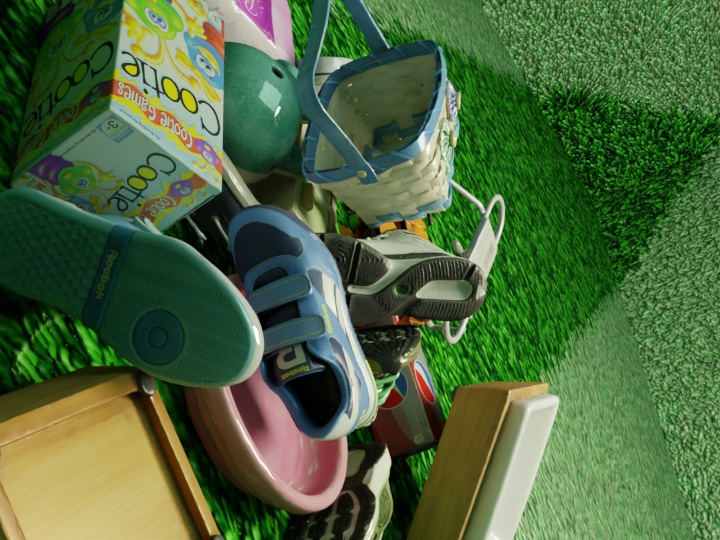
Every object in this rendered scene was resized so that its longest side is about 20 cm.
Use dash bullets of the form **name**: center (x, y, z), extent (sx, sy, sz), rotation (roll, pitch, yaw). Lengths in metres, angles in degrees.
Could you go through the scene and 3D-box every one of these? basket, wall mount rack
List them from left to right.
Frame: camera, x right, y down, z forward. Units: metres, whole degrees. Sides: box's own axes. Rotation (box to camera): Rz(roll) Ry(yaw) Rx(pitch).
- **basket**: center (0.010, -0.152, 0.968), extent (0.200, 0.139, 0.176), rotation (46, 40, -40)
- **wall mount rack**: center (0.097, -0.025, 1.216), extent (0.200, 0.075, 0.174), rotation (-65, 149, -30)

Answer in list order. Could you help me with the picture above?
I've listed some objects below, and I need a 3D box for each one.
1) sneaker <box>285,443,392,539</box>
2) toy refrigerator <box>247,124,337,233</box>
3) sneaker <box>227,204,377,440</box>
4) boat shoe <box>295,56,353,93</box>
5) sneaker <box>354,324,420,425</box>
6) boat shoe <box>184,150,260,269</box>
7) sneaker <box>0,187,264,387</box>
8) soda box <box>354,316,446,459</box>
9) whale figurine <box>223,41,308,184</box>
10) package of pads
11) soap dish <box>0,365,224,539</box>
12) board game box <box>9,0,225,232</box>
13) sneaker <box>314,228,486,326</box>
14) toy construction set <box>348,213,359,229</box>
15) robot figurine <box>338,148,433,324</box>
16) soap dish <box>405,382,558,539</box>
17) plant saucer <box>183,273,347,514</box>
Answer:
- **sneaker**: center (-0.002, 0.225, 0.909), extent (0.200, 0.077, 0.089), rotation (-57, 130, -65)
- **toy refrigerator**: center (-0.066, -0.084, 1.090), extent (0.076, 0.070, 0.200), rotation (54, 23, -32)
- **sneaker**: center (-0.049, 0.042, 0.834), extent (0.200, 0.074, 0.082), rotation (64, 21, -4)
- **boat shoe**: center (-0.045, -0.182, 1.206), extent (0.202, 0.075, 0.086), rotation (165, -77, -81)
- **sneaker**: center (0.011, 0.096, 0.972), extent (0.200, 0.077, 0.089), rotation (160, -77, -78)
- **boat shoe**: center (-0.120, -0.055, 0.914), extent (0.200, 0.062, 0.075), rotation (57, 7, -43)
- **sneaker**: center (-0.129, 0.010, 0.682), extent (0.200, 0.080, 0.131), rotation (29, 3, 17)
- **soda box**: center (0.030, 0.097, 1.143), extent (0.070, 0.063, 0.200), rotation (21, 48, -67)
- **whale figurine**: center (-0.091, -0.162, 1.008), extent (0.159, 0.104, 0.200), rotation (54, 34, 1)
- **package of pads**: center (-0.144, -0.280, 1.100), extent (0.200, 0.076, 0.121), rotation (42, 31, -50)
- **soap dish**: center (-0.158, 0.137, 0.570), extent (0.157, 0.081, 0.200), rotation (67, 20, 1)
- **board game box**: center (-0.172, -0.129, 0.790), extent (0.103, 0.105, 0.200), rotation (38, 32, -38)
- **sneaker**: center (0.000, 0.000, 0.951), extent (0.115, 0.200, 0.076), rotation (-140, -120, -70)
- **toy construction set**: center (0.057, -0.017, 1.326), extent (0.200, 0.092, 0.131), rotation (54, 20, -2)
- **robot figurine**: center (0.021, -0.046, 1.086), extent (0.145, 0.058, 0.200), rotation (16, 55, -53)
- **soap dish**: center (0.125, 0.205, 1.095), extent (0.157, 0.081, 0.200), rotation (7, 103, -67)
- **plant saucer**: center (-0.080, 0.102, 0.866), extent (0.201, 0.051, 0.201), rotation (53, 24, -36)
